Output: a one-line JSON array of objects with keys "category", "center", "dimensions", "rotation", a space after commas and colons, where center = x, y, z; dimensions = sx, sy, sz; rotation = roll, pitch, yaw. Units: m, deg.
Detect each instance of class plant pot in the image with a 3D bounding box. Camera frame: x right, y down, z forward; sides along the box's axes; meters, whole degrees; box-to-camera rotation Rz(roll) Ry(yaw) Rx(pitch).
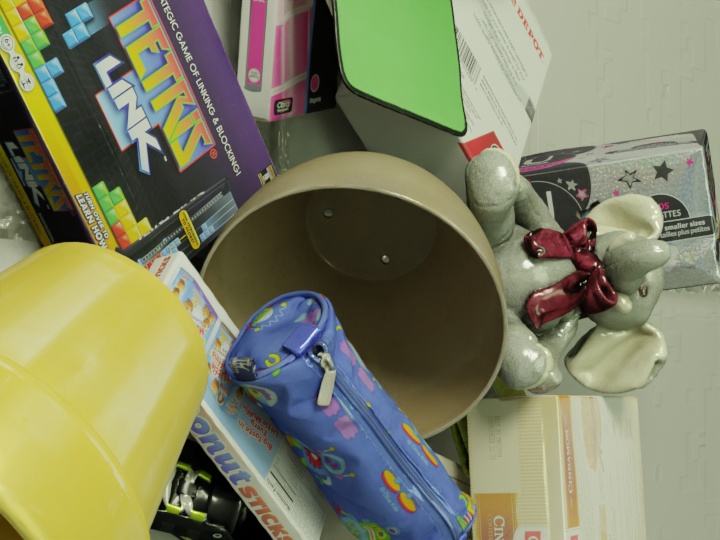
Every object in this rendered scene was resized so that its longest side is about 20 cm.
[{"category": "plant pot", "center": [-0.179, 0.089, 0.684], "dimensions": [0.202, 0.199, 0.189], "rotation": [65, 35, -26]}, {"category": "plant pot", "center": [0.000, 0.000, 0.883], "dimensions": [0.135, 0.199, 0.201], "rotation": [-79, 147, -58]}]

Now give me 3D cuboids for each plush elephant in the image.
[{"category": "plush elephant", "center": [0.161, 0.007, 0.968], "dimensions": [0.200, 0.153, 0.166], "rotation": [80, 2, -77]}]

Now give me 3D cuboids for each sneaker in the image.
[{"category": "sneaker", "center": [-0.110, 0.135, 0.842], "dimensions": [0.200, 0.082, 0.072], "rotation": [31, 65, -45]}]

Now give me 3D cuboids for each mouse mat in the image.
[{"category": "mouse mat", "center": [0.023, -0.200, 0.908], "dimensions": [0.160, 0.007, 0.202], "rotation": [13, 68, -54]}]

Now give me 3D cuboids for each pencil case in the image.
[{"category": "pencil case", "center": [-0.004, 0.105, 0.817], "dimensions": [0.078, 0.087, 0.201], "rotation": [-43, 114, -20]}]

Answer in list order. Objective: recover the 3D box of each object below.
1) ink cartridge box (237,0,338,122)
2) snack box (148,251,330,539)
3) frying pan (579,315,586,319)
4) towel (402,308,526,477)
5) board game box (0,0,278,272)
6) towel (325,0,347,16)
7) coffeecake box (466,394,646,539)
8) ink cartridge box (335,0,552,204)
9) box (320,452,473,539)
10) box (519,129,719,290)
[{"category": "ink cartridge box", "center": [-0.045, -0.209, 0.923], "dimensions": [0.095, 0.037, 0.202], "rotation": [-23, 121, -57]}, {"category": "snack box", "center": [-0.077, 0.087, 0.822], "dimensions": [0.201, 0.024, 0.072], "rotation": [57, 32, -27]}, {"category": "frying pan", "center": [0.161, 0.035, 1.178], "dimensions": [0.189, 0.115, 0.031], "rotation": [-6, 77, -26]}, {"category": "towel", "center": [0.087, 0.082, 1.049], "dimensions": [0.145, 0.023, 0.200], "rotation": [64, 19, 4]}, {"category": "board game box", "center": [-0.150, -0.100, 0.824], "dimensions": [0.165, 0.056, 0.201], "rotation": [-45, 122, -40]}, {"category": "towel", "center": [0.002, -0.265, 0.928], "dimensions": [0.200, 0.023, 0.145], "rotation": [-42, 112, -54]}, {"category": "coffeecake box", "center": [0.154, 0.173, 0.996], "dimensions": [0.200, 0.072, 0.155], "rotation": [12, 75, -62]}, {"category": "ink cartridge box", "center": [0.073, -0.157, 1.052], "dimensions": [0.145, 0.083, 0.201], "rotation": [55, 41, -33]}, {"category": "box", "center": [0.021, 0.203, 0.978], "dimensions": [0.200, 0.108, 0.129], "rotation": [31, 64, -45]}, {"category": "box", "center": [0.197, -0.044, 1.106], "dimensions": [0.132, 0.198, 0.116], "rotation": [-38, 118, -70]}]
